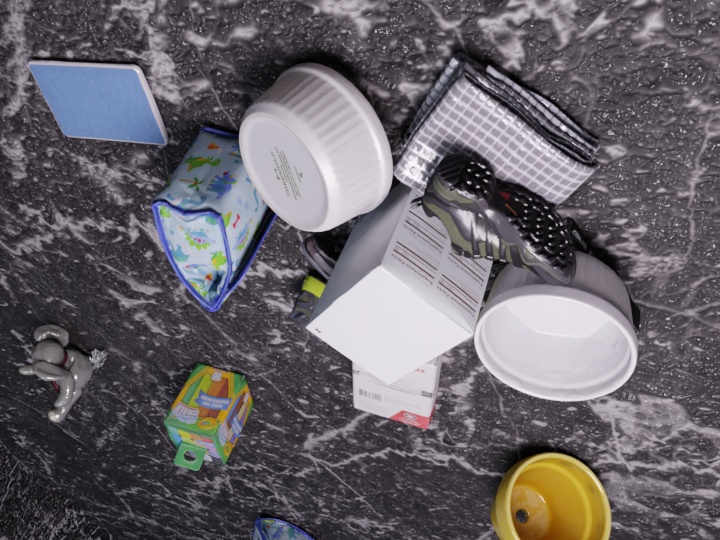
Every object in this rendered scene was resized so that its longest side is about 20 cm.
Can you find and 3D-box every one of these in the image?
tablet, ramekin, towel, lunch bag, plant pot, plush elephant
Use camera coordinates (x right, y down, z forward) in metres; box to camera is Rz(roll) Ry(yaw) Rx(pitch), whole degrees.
[{"bbox_3d":[-0.384,-0.247,0.993,0.197,0.014,0.131,8,137,19],"label":"tablet"},{"bbox_3d":[-0.063,-0.140,0.830,0.201,0.094,0.204,32,144,27],"label":"ramekin"},{"bbox_3d":[0.251,0.064,0.868,0.197,0.106,0.202,13,138,11],"label":"ramekin"},{"bbox_3d":[0.150,-0.133,0.788,0.198,0.086,0.166,31,139,-7],"label":"towel"},{"bbox_3d":[-0.193,-0.066,0.960,0.125,0.171,0.202,14,139,10],"label":"lunch bag"},{"bbox_3d":[0.335,0.458,1.272,0.198,0.203,0.189,24,155,0],"label":"plant pot"},{"bbox_3d":[-0.711,0.224,1.573,0.199,0.166,0.154,-40,127,18],"label":"plush elephant"},{"bbox_3d":[-0.238,0.827,2.026,0.198,0.128,0.171,33,144,11],"label":"lunch bag"}]

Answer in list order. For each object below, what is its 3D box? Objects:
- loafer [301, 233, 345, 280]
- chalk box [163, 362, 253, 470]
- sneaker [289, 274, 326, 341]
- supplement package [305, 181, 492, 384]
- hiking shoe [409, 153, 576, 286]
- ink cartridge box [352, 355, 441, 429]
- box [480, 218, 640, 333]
[{"bbox_3d":[0.000,0.000,1.038,0.063,0.072,0.199,-38,119,26],"label":"loafer"},{"bbox_3d":[-0.331,0.325,1.448,0.123,0.202,0.125,11,140,15],"label":"chalk box"},{"bbox_3d":[-0.030,0.086,1.078,0.199,0.082,0.074,30,173,33],"label":"sneaker"},{"bbox_3d":[0.061,0.005,0.894,0.146,0.202,0.191,35,140,-13],"label":"supplement package"},{"bbox_3d":[0.154,-0.046,0.773,0.199,0.076,0.101,38,146,-4],"label":"hiking shoe"},{"bbox_3d":[0.065,0.171,1.167,0.145,0.083,0.202,15,139,12],"label":"ink cartridge box"},{"bbox_3d":[0.257,0.037,0.953,0.199,0.048,0.193,-23,123,41],"label":"box"}]
